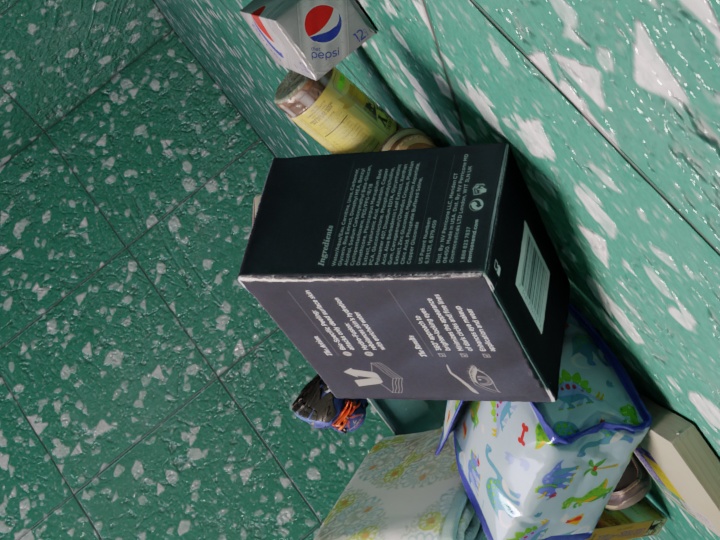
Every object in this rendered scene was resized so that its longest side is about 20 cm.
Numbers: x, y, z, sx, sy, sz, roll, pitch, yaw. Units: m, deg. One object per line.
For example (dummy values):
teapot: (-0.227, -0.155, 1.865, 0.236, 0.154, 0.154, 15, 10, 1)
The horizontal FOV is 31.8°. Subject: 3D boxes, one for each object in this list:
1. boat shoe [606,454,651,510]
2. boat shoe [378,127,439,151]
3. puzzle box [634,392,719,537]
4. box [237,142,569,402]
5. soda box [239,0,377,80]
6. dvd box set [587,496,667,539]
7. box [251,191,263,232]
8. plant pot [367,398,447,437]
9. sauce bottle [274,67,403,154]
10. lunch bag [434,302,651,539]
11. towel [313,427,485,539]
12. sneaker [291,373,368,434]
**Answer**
boat shoe: (0.246, 0.191, 1.391, 0.074, 0.074, 0.200, 53, 176, -28)
boat shoe: (0.085, -0.037, 1.154, 0.201, 0.075, 0.074, 52, 174, -22)
puzzle box: (0.275, 0.166, 1.099, 0.134, 0.025, 0.200, 53, 177, -11)
box: (0.042, 0.008, 0.985, 0.197, 0.198, 0.119, 56, -140, -51)
soda box: (-0.051, -0.221, 1.125, 0.064, 0.068, 0.200, 53, 178, -19)
dvd box set: (0.250, 0.251, 1.439, 0.146, 0.030, 0.199, 43, -160, 33)
box: (0.000, 0.000, 1.214, 0.200, 0.127, 0.110, 42, -141, -49)
plant pot: (0.074, 0.070, 1.407, 0.201, 0.195, 0.200, 52, 178, 2)
sauce bottle: (0.009, -0.122, 1.200, 0.199, 0.065, 0.065, 39, -177, -27)
lunch bag: (0.143, 0.117, 1.115, 0.171, 0.126, 0.201, 108, 149, -42)
towel: (0.057, 0.219, 1.220, 0.049, 0.170, 0.200, 62, -145, -16)
sneaker: (-0.025, 0.151, 1.460, 0.078, 0.075, 0.200, 43, -175, 0)
